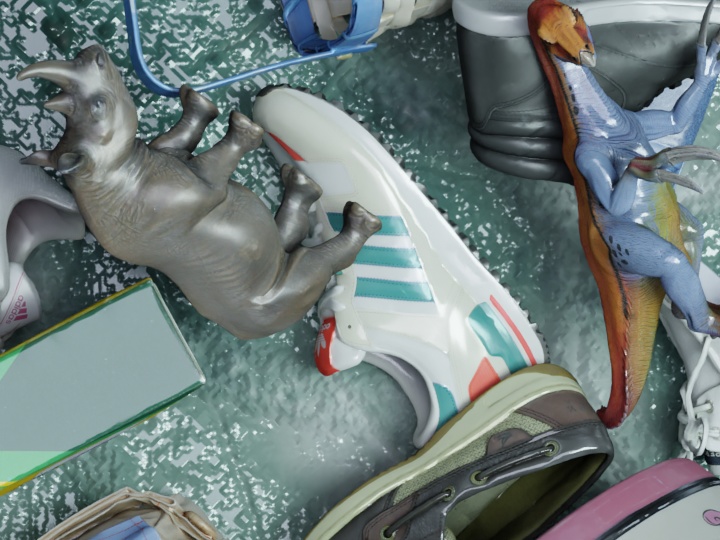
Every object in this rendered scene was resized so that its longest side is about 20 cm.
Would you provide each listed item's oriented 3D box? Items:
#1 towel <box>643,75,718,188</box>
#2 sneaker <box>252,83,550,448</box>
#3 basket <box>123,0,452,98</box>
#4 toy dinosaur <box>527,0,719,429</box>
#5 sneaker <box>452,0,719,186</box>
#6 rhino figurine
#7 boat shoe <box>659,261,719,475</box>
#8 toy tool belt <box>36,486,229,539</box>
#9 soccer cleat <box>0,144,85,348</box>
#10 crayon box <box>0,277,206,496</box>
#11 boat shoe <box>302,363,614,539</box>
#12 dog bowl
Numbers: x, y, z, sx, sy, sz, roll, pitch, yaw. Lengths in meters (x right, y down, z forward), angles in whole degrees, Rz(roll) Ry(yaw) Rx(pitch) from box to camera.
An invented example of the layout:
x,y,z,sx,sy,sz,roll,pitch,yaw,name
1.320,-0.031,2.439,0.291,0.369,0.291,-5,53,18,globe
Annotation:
x,y,z,sx,sy,sz,roll,pitch,yaw,name
0.138,-0.142,1.501,0.112,0.049,0.200,21,88,-4,towel
0.000,0.000,1.474,0.093,0.070,0.200,-42,94,-10,sneaker
-0.030,-0.186,1.443,0.200,0.139,0.177,-13,89,-14,basket
0.118,-0.035,1.380,0.181,0.105,0.200,43,110,-7,toy dinosaur
0.133,-0.096,1.448,0.200,0.071,0.099,-8,119,-23,sneaker
-0.084,-0.038,1.387,0.200,0.060,0.088,36,83,-34,rhino figurine
0.189,0.077,1.491,0.086,0.075,0.202,-43,101,-2,boat shoe
-0.138,0.194,1.432,0.200,0.123,0.125,-41,91,-4,toy tool belt
-0.208,0.022,1.431,0.086,0.070,0.200,27,65,14,soccer cleat
-0.161,0.070,1.395,0.172,0.200,0.058,-29,89,-5,crayon box
0.039,0.131,1.457,0.201,0.066,0.072,-42,132,4,boat shoe
0.117,0.168,1.424,0.200,0.200,0.074,-38,72,-5,dog bowl
